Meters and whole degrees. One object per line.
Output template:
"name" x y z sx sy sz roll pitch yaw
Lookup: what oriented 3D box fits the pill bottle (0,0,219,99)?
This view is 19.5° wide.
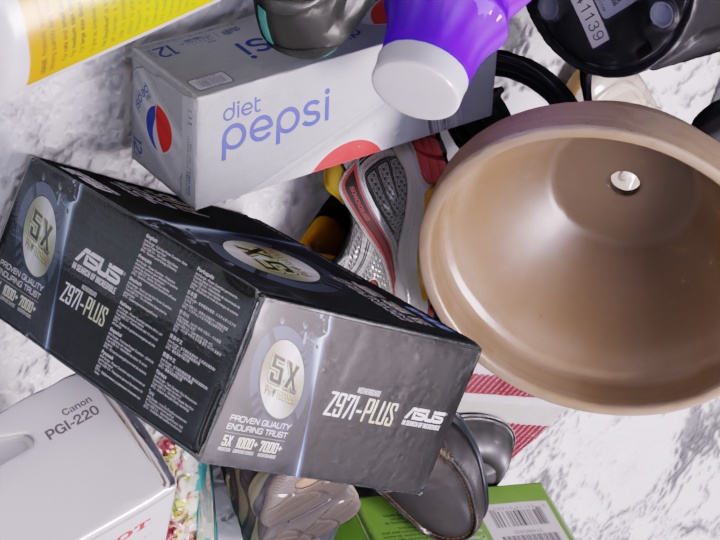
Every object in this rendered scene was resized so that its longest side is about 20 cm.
"pill bottle" -0.139 -0.148 0.952 0.200 0.109 0.109 -29 133 -25

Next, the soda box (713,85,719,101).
"soda box" 0.292 -0.148 1.377 0.063 0.068 0.200 -4 120 -41

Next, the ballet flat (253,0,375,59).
"ballet flat" 0.012 -0.195 1.030 0.200 0.068 0.068 -59 151 -5

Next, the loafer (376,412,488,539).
"loafer" 0.016 0.102 1.215 0.073 0.072 0.200 -19 129 23

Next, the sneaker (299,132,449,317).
"sneaker" 0.000 0.000 1.223 0.082 0.078 0.200 -1 127 -11

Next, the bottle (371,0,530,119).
"bottle" 0.059 -0.170 1.081 0.065 0.083 0.200 51 50 -42

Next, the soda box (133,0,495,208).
"soda box" -0.022 -0.100 1.116 0.200 0.063 0.068 -19 129 -32

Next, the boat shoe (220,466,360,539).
"boat shoe" -0.045 0.117 1.228 0.074 0.073 0.200 -24 163 -14

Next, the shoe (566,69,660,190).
"shoe" 0.182 -0.062 1.347 0.070 0.053 0.200 -43 138 -11

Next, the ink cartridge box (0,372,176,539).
"ink cartridge box" -0.181 0.155 1.089 0.145 0.085 0.200 -29 156 -25

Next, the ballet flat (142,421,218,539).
"ballet flat" -0.112 0.144 1.224 0.064 0.076 0.200 -7 122 -3

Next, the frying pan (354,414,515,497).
"frying pan" 0.051 0.149 1.368 0.115 0.031 0.190 -18 147 -4

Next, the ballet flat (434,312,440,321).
"ballet flat" 0.119 0.031 1.352 0.200 0.069 0.070 30 96 -48

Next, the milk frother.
"milk frother" 0.166 -0.148 1.229 0.188 0.200 0.181 -18 98 -47

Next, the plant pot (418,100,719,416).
"plant pot" 0.139 -0.023 1.146 0.093 0.200 0.201 -67 158 -48

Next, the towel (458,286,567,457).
"towel" 0.085 0.070 1.305 0.144 0.023 0.200 8 140 -39

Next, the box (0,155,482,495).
"box" -0.068 0.027 1.065 0.164 0.200 0.086 15 101 -46

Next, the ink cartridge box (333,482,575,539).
"ink cartridge box" 0.039 0.235 1.355 0.147 0.076 0.200 -1 132 -30
